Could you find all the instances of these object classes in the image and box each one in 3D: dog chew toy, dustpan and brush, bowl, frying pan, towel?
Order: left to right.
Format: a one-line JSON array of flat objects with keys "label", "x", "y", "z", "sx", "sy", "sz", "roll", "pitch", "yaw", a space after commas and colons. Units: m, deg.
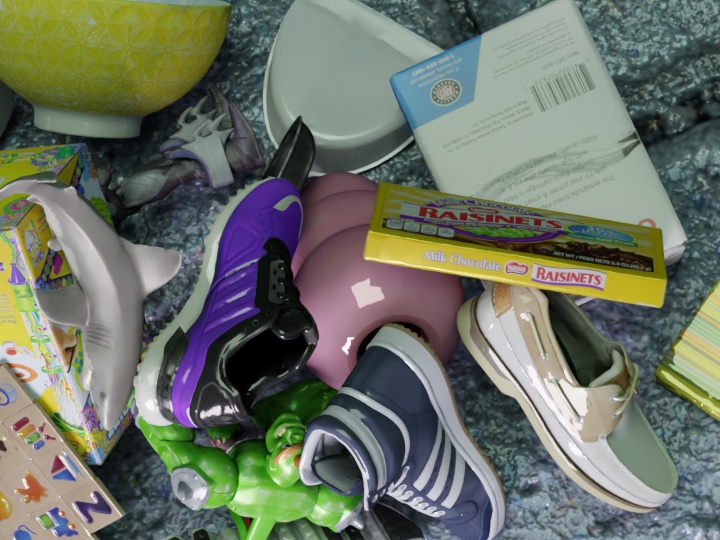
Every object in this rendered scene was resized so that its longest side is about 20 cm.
[{"label": "bowl", "x": -0.198, "y": -0.157, "z": 1.793, "sx": 0.200, "sy": 0.200, "sz": 0.108, "roll": 8, "pitch": 99, "yaw": 12}, {"label": "frying pan", "x": -0.079, "y": -0.023, "z": 1.730, "sx": 0.031, "sy": 0.115, "sz": 0.190, "roll": 25, "pitch": 93, "yaw": -8}, {"label": "dustpan and brush", "x": -0.034, "y": -0.103, "z": 1.805, "sx": 0.140, "sy": 0.057, "sz": 0.200, "roll": 31, "pitch": 71, "yaw": 11}, {"label": "dog chew toy", "x": 0.000, "y": 0.000, "z": 1.708, "sx": 0.124, "sy": 0.125, "sz": 0.200, "roll": -23, "pitch": 38, "yaw": 1}, {"label": "towel", "x": 0.299, "y": 0.020, "z": 1.717, "sx": 0.086, "sy": 0.018, "sz": 0.200, "roll": 34, "pitch": 78, "yaw": 13}]

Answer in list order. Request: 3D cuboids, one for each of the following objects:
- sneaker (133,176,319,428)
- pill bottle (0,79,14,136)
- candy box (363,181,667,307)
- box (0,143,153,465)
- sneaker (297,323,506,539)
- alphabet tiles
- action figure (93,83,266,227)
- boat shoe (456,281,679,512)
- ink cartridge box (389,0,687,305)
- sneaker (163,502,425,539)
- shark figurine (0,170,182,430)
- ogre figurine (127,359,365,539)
[{"label": "sneaker", "x": -0.065, "y": 0.026, "z": 1.606, "sx": 0.099, "sy": 0.070, "sz": 0.200, "roll": 5, "pitch": 55, "yaw": 32}, {"label": "pill bottle", "x": -0.367, "y": -0.159, "z": 1.845, "sx": 0.200, "sy": 0.112, "sz": 0.112, "roll": 30, "pitch": 78, "yaw": 18}, {"label": "candy box", "x": 0.105, "y": -0.019, "z": 1.619, "sx": 0.200, "sy": 0.102, "sz": 0.026, "roll": 9, "pitch": 109, "yaw": 1}, {"label": "box", "x": -0.273, "y": 0.029, "z": 1.680, "sx": 0.200, "sy": 0.193, "sz": 0.122, "roll": -3, "pitch": 29, "yaw": 22}, {"label": "sneaker", "x": 0.027, "y": 0.140, "z": 1.620, "sx": 0.070, "sy": 0.200, "sz": 0.109, "roll": 15, "pitch": 54, "yaw": 40}, {"label": "alphabet tiles", "x": -0.240, "y": 0.175, "z": 1.674, "sx": 0.167, "sy": 0.008, "sz": 0.200, "roll": -30, "pitch": 103, "yaw": 32}, {"label": "action figure", "x": -0.170, "y": -0.057, "z": 1.771, "sx": 0.200, "sy": 0.130, "sz": 0.069, "roll": -33, "pitch": 100, "yaw": -7}, {"label": "boat shoe", "x": 0.155, "y": 0.084, "z": 1.641, "sx": 0.200, "sy": 0.068, "sz": 0.075, "roll": 45, "pitch": 37, "yaw": -14}, {"label": "ink cartridge box", "x": 0.127, "y": -0.072, "z": 1.724, "sx": 0.145, "sy": 0.084, "sz": 0.200, "roll": -24, "pitch": 80, "yaw": 1}, {"label": "sneaker", "x": -0.052, "y": 0.214, "z": 1.682, "sx": 0.200, "sy": 0.081, "sz": 0.075, "roll": -10, "pitch": 34, "yaw": -12}, {"label": "shark figurine", "x": -0.167, "y": -0.013, "z": 1.575, "sx": 0.089, "sy": 0.215, "sz": 0.128, "roll": -4, "pitch": 43, "yaw": 20}, {"label": "ogre figurine", "x": -0.067, "y": 0.123, "z": 1.659, "sx": 0.098, "sy": 0.200, "sz": 0.120, "roll": -40, "pitch": 42, "yaw": 24}]
